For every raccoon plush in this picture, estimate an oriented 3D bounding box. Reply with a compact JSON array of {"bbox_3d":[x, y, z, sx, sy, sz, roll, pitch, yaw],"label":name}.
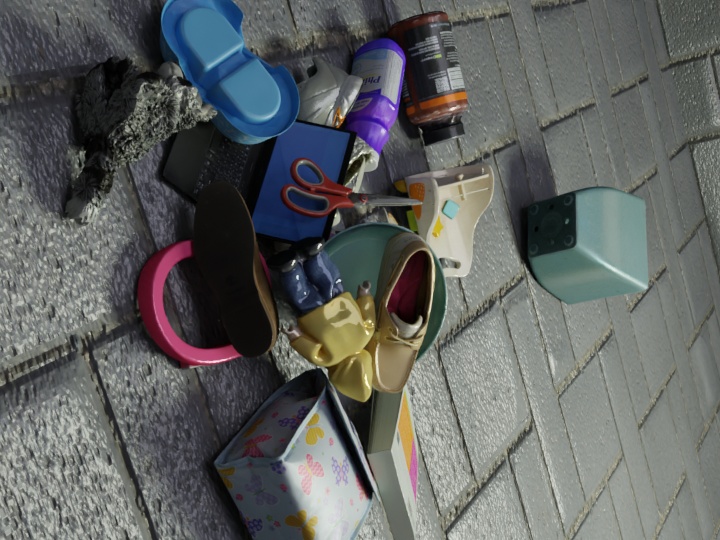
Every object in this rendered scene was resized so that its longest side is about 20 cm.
[{"bbox_3d":[-0.243,-0.138,0.924,0.134,0.096,0.203,25,92,-60],"label":"raccoon plush"}]

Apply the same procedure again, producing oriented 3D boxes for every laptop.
[{"bbox_3d":[-0.117,-0.144,1.039,0.200,0.102,0.180,39,56,-43],"label":"laptop"}]

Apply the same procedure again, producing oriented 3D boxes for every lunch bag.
[{"bbox_3d":[-0.058,0.234,1.025,0.200,0.125,0.172,-48,120,-56],"label":"lunch bag"}]

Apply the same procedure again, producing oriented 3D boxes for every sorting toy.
[{"bbox_3d":[0.135,-0.068,1.376,0.199,0.105,0.184,-19,104,-53],"label":"sorting toy"}]

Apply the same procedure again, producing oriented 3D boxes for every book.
[{"bbox_3d":[0.051,0.254,1.156,0.200,0.047,0.136,-74,149,-72],"label":"book"}]

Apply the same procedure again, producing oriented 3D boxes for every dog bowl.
[{"bbox_3d":[-0.160,-0.237,1.008,0.201,0.049,0.111,51,57,-6],"label":"dog bowl"}]

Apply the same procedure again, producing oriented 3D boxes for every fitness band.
[{"bbox_3d":[-0.173,0.034,0.988,0.199,0.037,0.147,-13,93,-54],"label":"fitness band"}]

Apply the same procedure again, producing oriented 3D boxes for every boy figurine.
[{"bbox_3d":[-0.031,0.060,1.001,0.124,0.064,0.202,-34,110,-21],"label":"boy figurine"}]

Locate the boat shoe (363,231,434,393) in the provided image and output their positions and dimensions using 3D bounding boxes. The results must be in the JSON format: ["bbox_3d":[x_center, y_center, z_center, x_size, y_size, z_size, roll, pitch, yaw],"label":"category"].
[{"bbox_3d":[0.048,0.058,1.026,0.072,0.069,0.204,4,100,-16],"label":"boat shoe"}]

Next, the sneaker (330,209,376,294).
[{"bbox_3d":[0.000,0.000,1.136,0.077,0.138,0.204,-1,84,-52],"label":"sneaker"}]

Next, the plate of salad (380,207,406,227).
[{"bbox_3d":[0.060,0.008,1.216,0.200,0.047,0.204,169,-90,-88],"label":"plate of salad"}]

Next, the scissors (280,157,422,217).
[{"bbox_3d":[-0.009,-0.085,1.070,0.197,0.014,0.075,17,65,-25],"label":"scissors"}]

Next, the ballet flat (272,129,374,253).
[{"bbox_3d":[-0.043,-0.100,1.120,0.072,0.071,0.202,46,65,-36],"label":"ballet flat"}]

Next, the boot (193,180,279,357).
[{"bbox_3d":[-0.140,-0.002,0.980,0.075,0.072,0.204,-9,84,-80],"label":"boot"}]

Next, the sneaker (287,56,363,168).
[{"bbox_3d":[-0.077,-0.201,1.156,0.091,0.076,0.202,31,66,-7],"label":"sneaker"}]

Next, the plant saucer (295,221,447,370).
[{"bbox_3d":[0.012,0.037,1.067,0.196,0.036,0.204,-3,102,-15],"label":"plant saucer"}]

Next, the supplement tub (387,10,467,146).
[{"bbox_3d":[0.115,-0.311,1.391,0.106,0.106,0.204,-21,100,-52],"label":"supplement tub"}]

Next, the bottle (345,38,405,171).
[{"bbox_3d":[0.017,-0.246,1.264,0.065,0.082,0.203,34,57,-44],"label":"bottle"}]

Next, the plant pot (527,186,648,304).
[{"bbox_3d":[0.437,-0.064,1.700,0.198,0.194,0.200,20,66,-40],"label":"plant pot"}]
